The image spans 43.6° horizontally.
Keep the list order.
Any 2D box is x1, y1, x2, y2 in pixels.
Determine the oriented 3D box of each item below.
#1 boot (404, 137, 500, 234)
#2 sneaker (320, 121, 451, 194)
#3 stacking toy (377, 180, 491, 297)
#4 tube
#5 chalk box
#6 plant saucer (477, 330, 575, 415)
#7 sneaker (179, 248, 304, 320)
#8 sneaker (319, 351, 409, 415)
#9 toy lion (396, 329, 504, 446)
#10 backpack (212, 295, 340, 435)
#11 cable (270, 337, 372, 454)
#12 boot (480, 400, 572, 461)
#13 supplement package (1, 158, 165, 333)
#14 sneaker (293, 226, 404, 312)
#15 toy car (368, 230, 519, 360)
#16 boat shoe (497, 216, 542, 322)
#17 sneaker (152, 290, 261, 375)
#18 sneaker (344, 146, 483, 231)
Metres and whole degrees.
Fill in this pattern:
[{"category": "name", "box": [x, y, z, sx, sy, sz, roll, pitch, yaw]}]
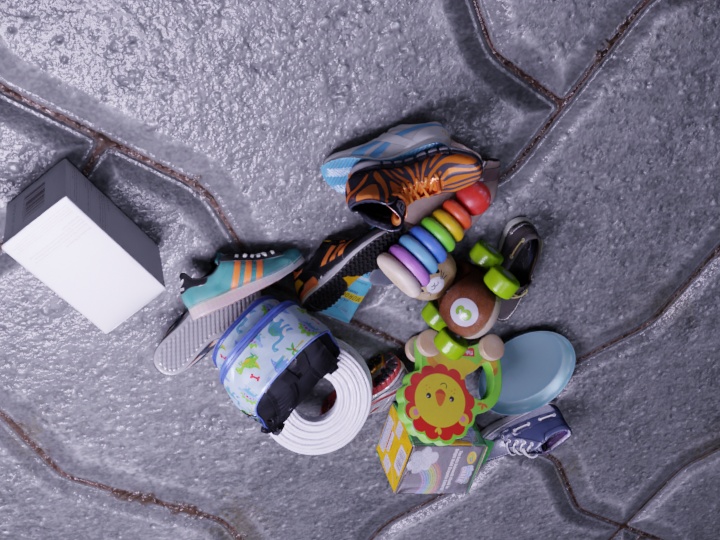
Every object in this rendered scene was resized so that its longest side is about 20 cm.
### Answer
[{"category": "boot", "box": [0.119, -0.135, 1.401, 0.199, 0.070, 0.147, 14, 110, -24]}, {"category": "sneaker", "box": [0.039, -0.167, 1.344, 0.199, 0.081, 0.077, -10, 129, 12]}, {"category": "stacking toy", "box": [0.120, -0.056, 1.357, 0.200, 0.085, 0.085, -45, 127, -6]}, {"category": "tube", "box": [0.000, 0.000, 1.460, 0.077, 0.051, 0.200, 25, 116, -22]}, {"category": "chalk box", "box": [0.150, 0.331, 1.682, 0.199, 0.124, 0.125, 5, 120, -23]}, {"category": "plant saucer", "box": [0.310, 0.189, 1.700, 0.199, 0.027, 0.201, -9, 124, -13]}, {"category": "sneaker", "box": [-0.182, -0.001, 1.377, 0.199, 0.071, 0.080, -26, 91, -23]}, {"category": "sneaker", "box": [0.009, 0.236, 1.598, 0.200, 0.078, 0.082, -39, 131, 12]}, {"category": "toy lion", "box": [0.156, 0.205, 1.561, 0.199, 0.193, 0.069, 5, 163, -22]}, {"category": "backpack", "box": [-0.134, 0.131, 1.365, 0.183, 0.147, 0.200, -47, 166, -12]}, {"category": "cable", "box": [-0.078, 0.206, 1.509, 0.200, 0.069, 0.200, -38, 97, 0]}, {"category": "boot", "box": [0.310, 0.332, 1.755, 0.199, 0.091, 0.073, -35, 127, 5]}, {"category": "supplement package", "box": [-0.383, -0.032, 1.260, 0.117, 0.117, 0.200, -36, 126, 7]}, {"category": "sneaker", "box": [-0.027, -0.027, 1.400, 0.200, 0.090, 0.070, -40, 145, 15]}, {"category": "toy car", "box": [0.120, 0.016, 1.445, 0.199, 0.158, 0.165, 28, 111, -26]}, {"category": "boat shoe", "box": [0.260, 0.010, 1.542, 0.071, 0.061, 0.202, -2, 123, -17]}, {"category": "sneaker", "box": [-0.246, 0.087, 1.417, 0.200, 0.079, 0.079, -39, 94, -19]}, {"category": "sneaker", "box": [0.076, -0.107, 1.265, 0.199, 0.112, 0.078, -10, 130, 11]}]
